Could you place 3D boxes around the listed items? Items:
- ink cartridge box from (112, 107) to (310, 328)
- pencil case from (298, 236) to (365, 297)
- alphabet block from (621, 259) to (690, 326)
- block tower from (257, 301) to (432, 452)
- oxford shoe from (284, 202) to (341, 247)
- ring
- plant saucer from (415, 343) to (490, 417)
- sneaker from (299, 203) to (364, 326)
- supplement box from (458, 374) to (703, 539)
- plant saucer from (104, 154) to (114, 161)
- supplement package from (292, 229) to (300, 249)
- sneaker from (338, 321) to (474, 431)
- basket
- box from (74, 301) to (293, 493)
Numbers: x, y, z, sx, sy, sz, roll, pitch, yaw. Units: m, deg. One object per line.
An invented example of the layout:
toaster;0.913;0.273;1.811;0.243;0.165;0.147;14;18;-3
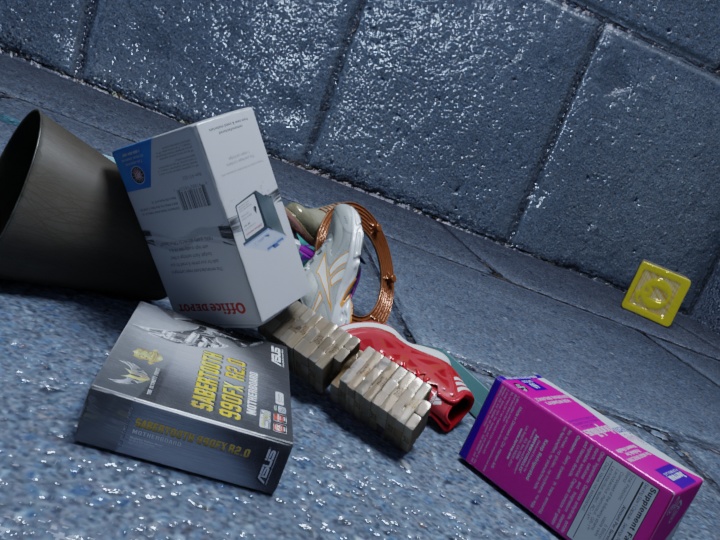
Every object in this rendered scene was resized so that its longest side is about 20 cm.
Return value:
ink cartridge box;-0.154;-0.049;0.707;0.145;0.202;0.086;-4;21;40
pencil case;-0.089;-0.021;1.139;0.199;0.085;0.093;29;-22;34
alphabet block;1.137;0.083;2.622;0.194;0.198;0.200;24;12;19
block tower;-0.016;0.105;0.716;0.199;0.058;0.054;32;56;20
oxford shoe;-0.055;-0.076;0.990;0.071;0.074;0.200;46;8;16
ring;0.000;0.000;0.980;0.019;0.203;0.200;-8;-7;34
plant saucer;0.140;0.154;0.948;0.069;0.019;0.200;15;15;-30
sneaker;-0.051;0.006;0.861;0.091;0.202;0.076;11;-15;-10
supplement box;0.217;0.199;0.686;0.199;0.104;0.101;33;16;38
plant saucer;-0.489;-0.192;1.326;0.198;0.028;0.200;22;12;-5
supplement package;-0.195;-0.031;0.929;0.198;0.115;0.110;21;10;-15
sneaker;0.054;0.123;0.790;0.198;0.079;0.115;14;13;-30
basket;-0.295;-0.050;0.751;0.199;0.182;0.135;24;-3;-42
box;-0.142;0.101;0.599;0.157;0.049;0.200;20;12;-12
